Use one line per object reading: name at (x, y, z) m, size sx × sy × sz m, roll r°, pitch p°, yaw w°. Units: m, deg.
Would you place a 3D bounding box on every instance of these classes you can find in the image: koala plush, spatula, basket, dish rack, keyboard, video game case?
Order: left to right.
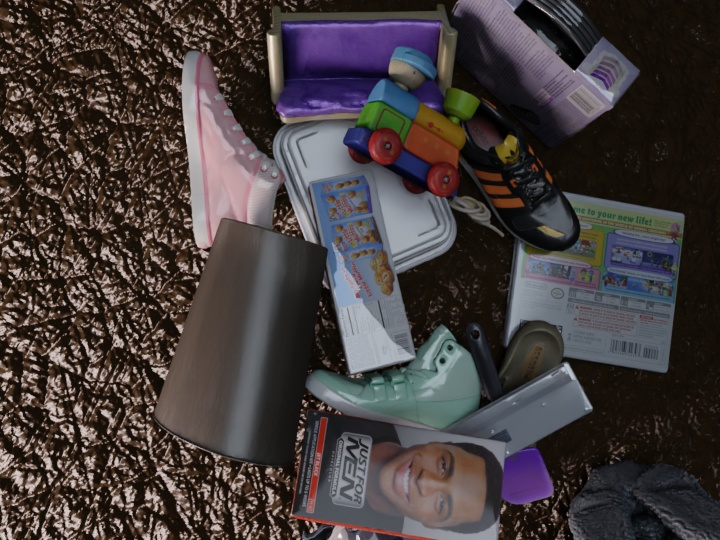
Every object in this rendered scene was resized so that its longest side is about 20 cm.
basket at (-0.108, 0.062, 0.755) m, size 0.134 × 0.179 × 0.205 m, roll 16°, pitch 89°, yaw -35°
dish rack at (0.007, -0.093, 0.852) m, size 0.168 × 0.044 × 0.204 m, roll -22°, pitch 88°, yaw -7°
keyboard at (0.140, 0.167, 0.795) m, size 0.197 × 0.011 × 0.057 m, roll -31°, pitch 94°, yaw 8°
spatula at (0.147, 0.150, 0.808) m, size 0.055 × 0.021 × 0.204 m, roll -19°, pitch 92°, yaw 11°
video game case at (0.269, 0.010, 0.888) m, size 0.195 × 0.022 × 0.187 m, roll 9°, pitch 86°, yaw -5°
koala plush at (0.311, 0.330, 0.822) m, size 0.173 × 0.184 × 0.204 m, roll -17°, pitch 110°, yaw 1°

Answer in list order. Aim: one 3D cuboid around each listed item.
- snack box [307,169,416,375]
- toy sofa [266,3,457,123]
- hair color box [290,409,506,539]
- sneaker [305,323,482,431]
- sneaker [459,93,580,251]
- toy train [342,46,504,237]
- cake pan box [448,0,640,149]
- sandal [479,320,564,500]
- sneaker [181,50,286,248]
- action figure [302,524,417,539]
snack box at (0.000, 0.000, 0.797) m, size 0.070 × 0.024 × 0.205 m, roll -12°, pitch 79°, yaw -6°
toy sofa at (0.001, -0.220, 0.815) m, size 0.195 × 0.084 × 0.099 m, roll -2°, pitch 45°, yaw -4°
hair color box at (0.037, 0.204, 0.751) m, size 0.195 × 0.061 × 0.104 m, roll 8°, pitch 71°, yaw 0°
sneaker at (0.041, 0.106, 0.826) m, size 0.196 × 0.074 × 0.121 m, roll 17°, pitch 91°, yaw -15°
sneaker at (0.164, -0.105, 0.833) m, size 0.070 × 0.090 × 0.201 m, roll -38°, pitch 80°, yaw -1°
toy train at (0.090, -0.131, 0.790) m, size 0.197 × 0.084 × 0.118 m, roll 26°, pitch 89°, yaw -20°
cake pan box at (0.175, -0.224, 0.802) m, size 0.183 × 0.200 × 0.053 m, roll 41°, pitch 85°, yaw 0°
sandal at (0.173, 0.155, 0.843) m, size 0.079 × 0.054 × 0.204 m, roll 18°, pitch 96°, yaw -6°
sneaker at (-0.132, -0.129, 0.820) m, size 0.102 × 0.075 × 0.206 m, roll -4°, pitch 94°, yaw -3°
action figure at (0.047, 0.294, 0.798) m, size 0.196 × 0.105 × 0.197 m, roll -19°, pitch 78°, yaw -12°
